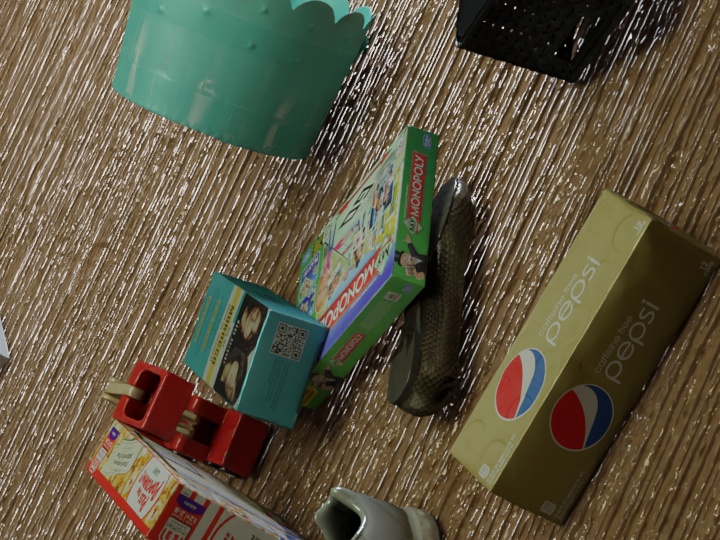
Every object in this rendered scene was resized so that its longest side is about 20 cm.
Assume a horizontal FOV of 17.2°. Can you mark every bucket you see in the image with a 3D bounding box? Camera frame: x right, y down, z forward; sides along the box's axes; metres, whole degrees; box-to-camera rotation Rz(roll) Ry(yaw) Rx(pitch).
[{"bbox_3d":[-0.103,-0.186,1.979,0.207,0.206,0.135,41,112,61],"label":"bucket"}]

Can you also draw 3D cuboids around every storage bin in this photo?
[{"bbox_3d":[0.140,-0.253,1.702,0.135,0.093,0.201,124,158,-60],"label":"storage bin"}]

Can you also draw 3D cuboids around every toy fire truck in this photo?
[{"bbox_3d":[-0.151,0.112,1.865,0.200,0.141,0.049,10,74,60],"label":"toy fire truck"}]

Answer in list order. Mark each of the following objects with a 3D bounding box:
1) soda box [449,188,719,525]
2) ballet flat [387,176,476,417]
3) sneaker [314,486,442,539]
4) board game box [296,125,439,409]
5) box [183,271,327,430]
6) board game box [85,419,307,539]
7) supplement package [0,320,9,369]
[{"bbox_3d":[0.142,0.054,1.515,0.201,0.064,0.068,-60,29,6],"label":"soda box"},{"bbox_3d":[0.059,0.020,1.710,0.067,0.046,0.201,127,159,-50],"label":"ballet flat"},{"bbox_3d":[0.007,0.227,1.562,0.076,0.092,0.201,-47,32,27],"label":"sneaker"},{"bbox_3d":[0.000,0.000,1.781,0.200,0.029,0.135,130,153,-51],"label":"board game box"},{"bbox_3d":[-0.084,0.059,1.849,0.200,0.049,0.083,-153,82,-73],"label":"box"},{"bbox_3d":[-0.102,0.179,1.690,0.046,0.151,0.200,-58,19,-2],"label":"board game box"},{"bbox_3d":[-0.460,0.103,2.411,0.200,0.111,0.156,-54,29,17],"label":"supplement package"}]
